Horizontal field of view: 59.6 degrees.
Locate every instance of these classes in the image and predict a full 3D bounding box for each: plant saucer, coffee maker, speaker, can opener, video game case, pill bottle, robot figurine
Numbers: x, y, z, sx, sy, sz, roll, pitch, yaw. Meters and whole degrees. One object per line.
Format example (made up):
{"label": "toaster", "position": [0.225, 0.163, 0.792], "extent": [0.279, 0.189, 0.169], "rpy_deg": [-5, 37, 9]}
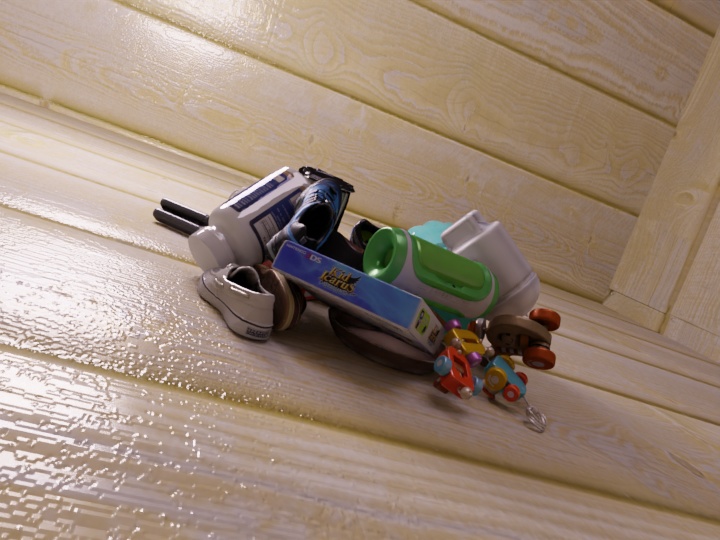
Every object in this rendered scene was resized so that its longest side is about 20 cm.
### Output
{"label": "plant saucer", "position": [0.040, 0.104, 0.931], "extent": [0.198, 0.032, 0.200], "rpy_deg": [21, 9, -3]}
{"label": "coffee maker", "position": [-0.095, -0.097, 1.276], "extent": [0.133, 0.202, 0.192], "rpy_deg": [23, 11, 7]}
{"label": "speaker", "position": [0.102, 0.007, 0.874], "extent": [0.198, 0.089, 0.088], "rpy_deg": [21, 7, -33]}
{"label": "can opener", "position": [-0.311, -0.080, 1.225], "extent": [0.198, 0.053, 0.067], "rpy_deg": [24, -25, 10]}
{"label": "video game case", "position": [0.004, 0.039, 0.834], "extent": [0.198, 0.046, 0.181], "rpy_deg": [24, -9, 21]}
{"label": "pill bottle", "position": [-0.166, -0.070, 0.988], "extent": [0.110, 0.112, 0.199], "rpy_deg": [26, 51, 35]}
{"label": "robot figurine", "position": [0.215, 0.002, 1.025], "extent": [0.201, 0.113, 0.169], "rpy_deg": [55, 34, 1]}

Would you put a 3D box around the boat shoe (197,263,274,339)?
{"label": "boat shoe", "position": [-0.163, 0.024, 0.833], "extent": [0.071, 0.067, 0.200], "rpy_deg": [15, 10, -28]}

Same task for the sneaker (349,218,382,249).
{"label": "sneaker", "position": [0.060, -0.017, 1.045], "extent": [0.199, 0.071, 0.083], "rpy_deg": [36, -28, 19]}

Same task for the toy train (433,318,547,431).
{"label": "toy train", "position": [0.158, 0.150, 0.843], "extent": [0.199, 0.056, 0.151], "rpy_deg": [33, 28, -26]}

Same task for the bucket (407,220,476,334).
{"label": "bucket", "position": [0.151, 0.020, 1.170], "extent": [0.205, 0.209, 0.135], "rpy_deg": [18, 14, -17]}

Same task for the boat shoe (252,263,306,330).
{"label": "boat shoe", "position": [-0.106, 0.038, 0.879], "extent": [0.071, 0.073, 0.200], "rpy_deg": [15, 4, -23]}

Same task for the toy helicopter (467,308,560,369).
{"label": "toy helicopter", "position": [0.216, 0.115, 0.976], "extent": [0.130, 0.080, 0.200], "rpy_deg": [16, -25, 0]}

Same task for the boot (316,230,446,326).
{"label": "boot", "position": [0.027, 0.020, 1.004], "extent": [0.187, 0.069, 0.200], "rpy_deg": [13, -19, 42]}

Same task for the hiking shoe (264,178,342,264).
{"label": "hiking shoe", "position": [-0.060, -0.075, 0.921], "extent": [0.074, 0.086, 0.201], "rpy_deg": [45, 42, -19]}

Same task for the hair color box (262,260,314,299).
{"label": "hair color box", "position": [-0.158, -0.015, 1.092], "extent": [0.198, 0.065, 0.111], "rpy_deg": [26, 10, 21]}

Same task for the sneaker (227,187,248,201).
{"label": "sneaker", "position": [-0.148, -0.078, 1.119], "extent": [0.197, 0.078, 0.091], "rpy_deg": [17, 24, -6]}
